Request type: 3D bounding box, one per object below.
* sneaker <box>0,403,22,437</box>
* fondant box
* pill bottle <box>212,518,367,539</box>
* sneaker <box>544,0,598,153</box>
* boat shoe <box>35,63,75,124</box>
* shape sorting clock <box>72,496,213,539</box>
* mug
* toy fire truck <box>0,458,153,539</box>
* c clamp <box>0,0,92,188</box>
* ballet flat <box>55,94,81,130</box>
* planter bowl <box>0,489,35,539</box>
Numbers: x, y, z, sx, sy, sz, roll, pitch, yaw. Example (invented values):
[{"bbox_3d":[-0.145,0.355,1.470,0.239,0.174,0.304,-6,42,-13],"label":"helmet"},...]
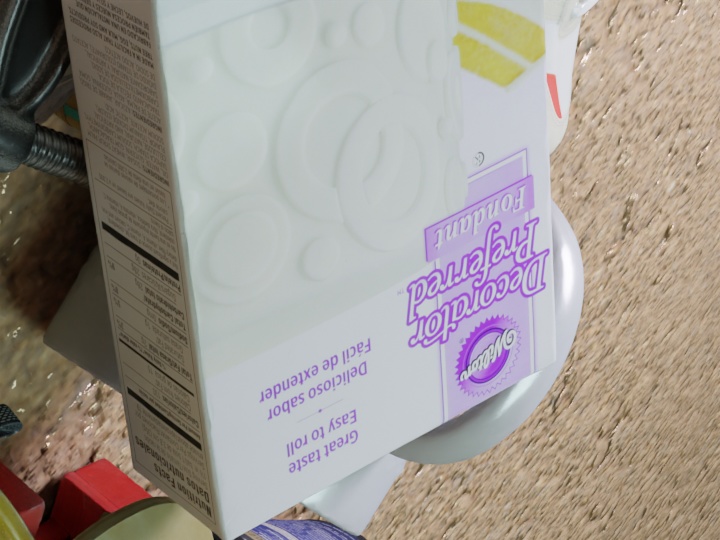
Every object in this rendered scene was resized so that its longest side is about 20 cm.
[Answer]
[{"bbox_3d":[-0.175,0.106,0.858,0.140,0.078,0.200,-46,155,-16],"label":"sneaker"},{"bbox_3d":[-0.011,-0.036,0.726,0.144,0.058,0.201,-26,129,-30],"label":"fondant box"},{"bbox_3d":[-0.042,0.179,1.161,0.112,0.112,0.200,-58,156,9],"label":"pill bottle"},{"bbox_3d":[0.073,-0.127,0.785,0.070,0.093,0.201,-62,149,-61],"label":"sneaker"},{"bbox_3d":[-0.142,-0.046,0.729,0.200,0.072,0.069,-42,156,-28],"label":"boat shoe"},{"bbox_3d":[-0.125,0.183,0.977,0.200,0.039,0.201,-50,153,-37],"label":"shape sorting clock"},{"bbox_3d":[0.000,0.000,0.898,0.148,0.200,0.176,36,83,-49],"label":"mug"},{"bbox_3d":[-0.148,0.147,0.998,0.141,0.049,0.201,-23,142,-50],"label":"toy fire truck"},{"bbox_3d":[-0.063,-0.050,0.732,0.199,0.027,0.172,11,103,-46],"label":"c clamp"},{"bbox_3d":[-0.031,-0.109,0.860,0.200,0.063,0.069,-44,155,-23],"label":"ballet flat"},{"bbox_3d":[-0.192,0.135,0.698,0.084,0.200,0.201,-84,-162,-68],"label":"planter bowl"}]
